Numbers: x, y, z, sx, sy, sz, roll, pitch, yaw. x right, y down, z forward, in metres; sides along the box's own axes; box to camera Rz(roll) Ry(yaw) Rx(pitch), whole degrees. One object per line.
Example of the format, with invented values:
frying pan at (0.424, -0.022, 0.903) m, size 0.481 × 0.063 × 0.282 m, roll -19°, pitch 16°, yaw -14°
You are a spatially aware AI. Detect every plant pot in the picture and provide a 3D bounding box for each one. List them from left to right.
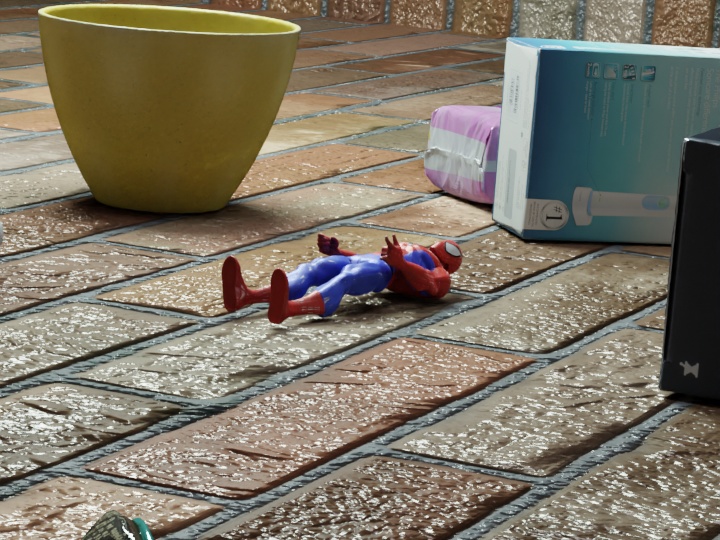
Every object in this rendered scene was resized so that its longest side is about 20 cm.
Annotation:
plant pot at (-0.150, -0.122, 1.956) m, size 0.199 × 0.143 × 0.200 m, roll 5°, pitch 11°, yaw -1°

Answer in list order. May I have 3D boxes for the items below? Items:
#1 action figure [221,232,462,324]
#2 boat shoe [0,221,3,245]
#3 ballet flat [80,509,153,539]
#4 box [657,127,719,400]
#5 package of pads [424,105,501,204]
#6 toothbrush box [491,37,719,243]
action figure at (0.000, 0.000, 1.627) m, size 0.065 × 0.052 × 0.199 m, roll 8°, pitch 8°, yaw 39°
boat shoe at (-0.334, -0.042, 1.684) m, size 0.199 × 0.057 × 0.069 m, roll 3°, pitch 10°, yaw -8°
ballet flat at (-0.077, 0.131, 0.846) m, size 0.075 × 0.068 × 0.200 m, roll -17°, pitch 20°, yaw -20°
box at (0.254, -0.008, 1.491) m, size 0.104 × 0.149 × 0.200 m, roll 9°, pitch 12°, yaw 21°
package of pads at (0.164, -0.095, 2.120) m, size 0.199 × 0.076 × 0.120 m, roll 0°, pitch 13°, yaw -24°
toothbrush box at (0.211, -0.099, 1.966) m, size 0.199 × 0.147 × 0.085 m, roll 1°, pitch 11°, yaw -14°
